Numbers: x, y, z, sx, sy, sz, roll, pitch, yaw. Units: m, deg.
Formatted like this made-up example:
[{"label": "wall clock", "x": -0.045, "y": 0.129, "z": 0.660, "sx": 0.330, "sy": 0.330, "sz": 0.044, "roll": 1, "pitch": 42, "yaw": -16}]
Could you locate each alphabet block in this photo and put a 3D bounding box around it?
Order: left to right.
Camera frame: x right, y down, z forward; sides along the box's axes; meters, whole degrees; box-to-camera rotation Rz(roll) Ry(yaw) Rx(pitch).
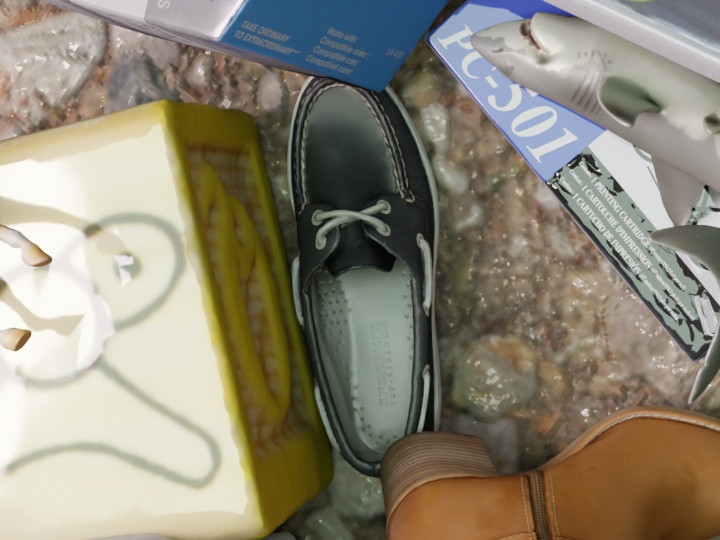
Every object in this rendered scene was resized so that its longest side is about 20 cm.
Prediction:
[{"label": "alphabet block", "x": -0.139, "y": 0.038, "z": 1.045, "sx": 0.199, "sy": 0.196, "sz": 0.196, "roll": -12, "pitch": 92, "yaw": 9}]

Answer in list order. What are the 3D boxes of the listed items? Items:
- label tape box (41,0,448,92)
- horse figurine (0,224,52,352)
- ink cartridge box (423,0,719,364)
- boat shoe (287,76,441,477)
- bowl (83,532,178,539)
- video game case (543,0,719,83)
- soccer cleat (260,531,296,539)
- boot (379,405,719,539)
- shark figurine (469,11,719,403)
[{"label": "label tape box", "x": -0.045, "y": -0.126, "z": 1.017, "sx": 0.199, "sy": 0.144, "sz": 0.064, "roll": 17, "pitch": 93, "yaw": 30}, {"label": "horse figurine", "x": -0.206, "y": 0.018, "z": 0.928, "sx": 0.132, "sy": 0.050, "sz": 0.200, "roll": 37, "pitch": 103, "yaw": 18}, {"label": "ink cartridge box", "x": 0.129, "y": -0.062, "z": 1.077, "sx": 0.094, "sy": 0.044, "sz": 0.200, "roll": -39, "pitch": 86, "yaw": 6}, {"label": "boat shoe", "x": 0.000, "y": 0.000, "z": 1.090, "sx": 0.073, "sy": 0.060, "sz": 0.201, "roll": -3, "pitch": 92, "yaw": 8}, {"label": "bowl", "x": -0.128, "y": 0.185, "z": 0.959, "sx": 0.199, "sy": 0.075, "sz": 0.200, "roll": -11, "pitch": 135, "yaw": 6}, {"label": "video game case", "x": 0.178, "y": -0.168, "z": 0.983, "sx": 0.199, "sy": 0.023, "sz": 0.182, "roll": 25, "pitch": 77, "yaw": 3}, {"label": "soccer cleat", "x": -0.116, "y": 0.165, "z": 1.114, "sx": 0.199, "sy": 0.085, "sz": 0.069, "roll": -17, "pitch": 94, "yaw": 33}, {"label": "boot", "x": 0.111, "y": 0.131, "z": 1.016, "sx": 0.199, "sy": 0.155, "sz": 0.074, "roll": -3, "pitch": 117, "yaw": -10}, {"label": "shark figurine", "x": 0.145, "y": -0.039, "z": 1.003, "sx": 0.128, "sy": 0.215, "sz": 0.090, "roll": -12, "pitch": 132, "yaw": -17}]
